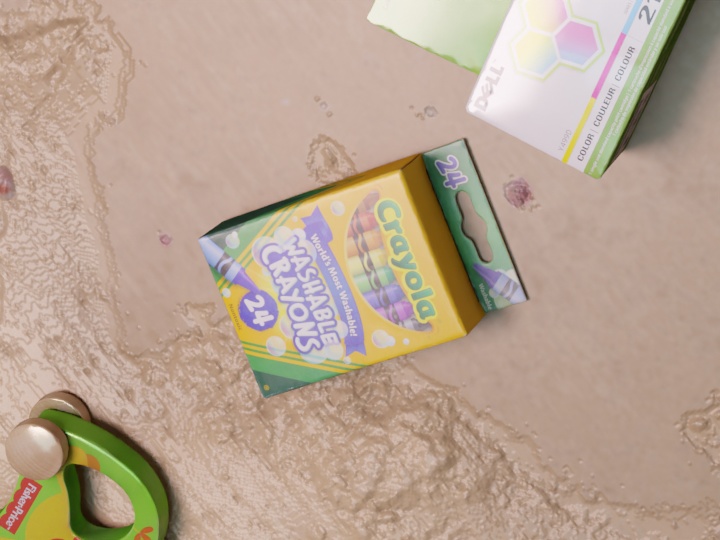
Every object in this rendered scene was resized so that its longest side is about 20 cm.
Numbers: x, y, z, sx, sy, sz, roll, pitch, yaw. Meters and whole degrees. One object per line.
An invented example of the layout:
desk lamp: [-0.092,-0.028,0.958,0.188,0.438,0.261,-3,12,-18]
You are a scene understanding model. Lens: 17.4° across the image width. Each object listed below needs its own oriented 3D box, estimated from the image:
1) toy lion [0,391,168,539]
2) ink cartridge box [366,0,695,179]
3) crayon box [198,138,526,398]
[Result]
toy lion: [-0.209,0.221,1.796,0.191,0.069,0.200,32,115,1]
ink cartridge box: [0.105,-0.173,1.537,0.199,0.076,0.148,27,114,9]
crayon box: [0.000,0.000,1.646,0.199,0.052,0.126,-19,100,24]
